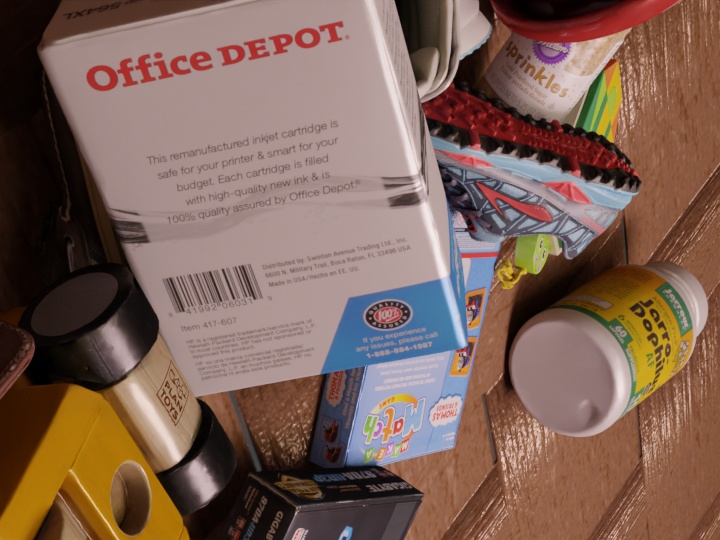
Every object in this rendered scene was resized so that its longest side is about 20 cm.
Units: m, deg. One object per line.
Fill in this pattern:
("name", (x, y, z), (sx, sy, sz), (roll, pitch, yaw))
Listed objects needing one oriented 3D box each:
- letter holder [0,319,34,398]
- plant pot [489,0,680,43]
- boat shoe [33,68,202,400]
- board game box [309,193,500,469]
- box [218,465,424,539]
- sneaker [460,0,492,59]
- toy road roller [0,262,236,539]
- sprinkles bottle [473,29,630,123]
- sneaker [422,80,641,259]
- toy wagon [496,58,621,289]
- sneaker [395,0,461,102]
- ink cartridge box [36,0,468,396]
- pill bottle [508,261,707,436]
("letter holder", (-0.238, 0.044, 0.510), (0.200, 0.142, 0.101), (-49, 141, -31))
("plant pot", (0.114, -0.246, 0.805), (0.183, 0.200, 0.201), (48, 64, -35))
("boat shoe", (-0.133, -0.010, 0.709), (0.073, 0.065, 0.200), (-61, 140, -69))
("board game box", (0.038, 0.040, 1.020), (0.151, 0.037, 0.200), (-2, 107, -55))
("box", (-0.052, 0.227, 0.939), (0.159, 0.046, 0.200), (11, 107, -57))
("sneaker", (-0.009, -0.132, 0.842), (0.200, 0.076, 0.081), (-40, 113, -33))
("toy road roller", (-0.155, 0.102, 0.626), (0.200, 0.146, 0.123), (-74, 147, -48))
("sprinkles bottle", (0.140, -0.156, 0.971), (0.068, 0.068, 0.200), (-8, 139, -55))
("sneaker", (0.085, -0.058, 0.944), (0.079, 0.200, 0.096), (-94, -153, -55))
("toy wagon", (0.157, -0.073, 1.099), (0.155, 0.040, 0.200), (61, 47, -62))
("sneaker", (-0.012, -0.080, 0.729), (0.074, 0.116, 0.200), (16, 90, -26))
("ink cartridge box", (-0.041, -0.050, 0.657), (0.084, 0.146, 0.200), (-85, 162, -55))
("pill bottle", (0.226, 0.060, 1.240), (0.200, 0.113, 0.113), (-25, 126, -48))
